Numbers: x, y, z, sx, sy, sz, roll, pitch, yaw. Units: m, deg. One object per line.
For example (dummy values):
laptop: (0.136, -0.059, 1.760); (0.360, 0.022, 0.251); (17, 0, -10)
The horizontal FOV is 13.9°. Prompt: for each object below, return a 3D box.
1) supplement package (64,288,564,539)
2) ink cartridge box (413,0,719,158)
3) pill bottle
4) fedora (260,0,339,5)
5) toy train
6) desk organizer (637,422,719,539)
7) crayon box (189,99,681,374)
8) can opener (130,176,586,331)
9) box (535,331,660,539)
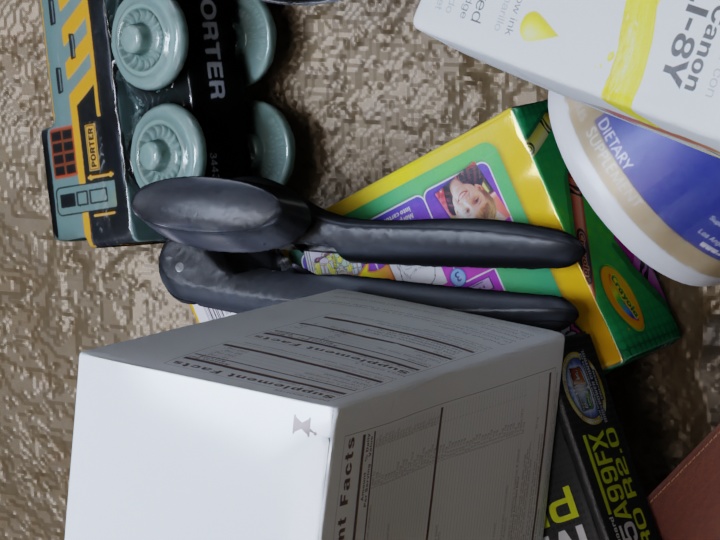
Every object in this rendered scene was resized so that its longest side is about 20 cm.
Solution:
supplement package: (-0.015, 0.079, 1.134); (0.109, 0.200, 0.114); (11, 100, 26)
ink cartridge box: (0.132, -0.120, 1.077); (0.200, 0.083, 0.146); (26, 94, 47)
pill bottle: (0.180, -0.091, 1.165); (0.200, 0.116, 0.116); (-38, 78, 30)
fedora: (-0.032, -0.217, 1.248); (0.199, 0.092, 0.202); (-1, 82, 8)
toy train: (-0.099, -0.100, 1.354); (0.114, 0.085, 0.201); (-8, 90, 41)
desk organizer: (0.137, 0.144, 1.259); (0.077, 0.072, 0.200); (50, 119, 17)
crayon box: (0.028, 0.018, 1.310); (0.200, 0.058, 0.119); (-27, 84, 32)
can opener: (0.000, 0.000, 1.255); (0.199, 0.079, 0.064); (10, 95, 21)
box: (0.034, 0.132, 1.259); (0.199, 0.044, 0.161); (-22, 82, 34)
